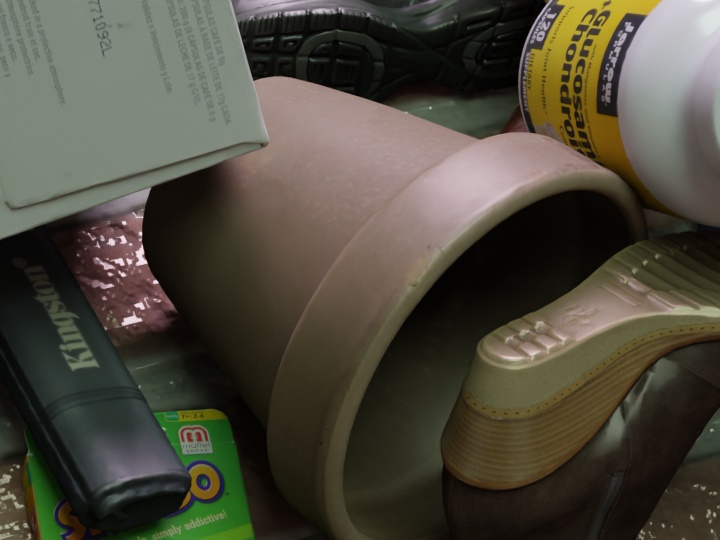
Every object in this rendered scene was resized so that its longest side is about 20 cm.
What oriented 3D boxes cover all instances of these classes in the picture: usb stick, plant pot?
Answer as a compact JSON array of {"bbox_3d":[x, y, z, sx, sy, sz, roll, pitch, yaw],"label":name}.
[{"bbox_3d":[-0.136,0.036,1.309,0.055,0.033,0.200,-13,49,-26],"label":"usb stick"},{"bbox_3d":[0.000,0.000,1.316,0.200,0.200,0.175,-31,53,-32],"label":"plant pot"}]

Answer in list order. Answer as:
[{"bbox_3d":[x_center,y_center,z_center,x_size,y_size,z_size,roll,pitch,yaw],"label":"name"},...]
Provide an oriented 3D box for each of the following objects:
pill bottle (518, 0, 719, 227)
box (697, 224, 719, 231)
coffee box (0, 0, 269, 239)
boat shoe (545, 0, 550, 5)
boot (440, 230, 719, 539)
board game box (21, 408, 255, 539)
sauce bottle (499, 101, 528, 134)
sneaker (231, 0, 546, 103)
[{"bbox_3d":[0.152,-0.078,1.308,0.112,0.200,0.112,-2,97,-17],"label":"pill bottle"},{"bbox_3d":[0.263,-0.086,1.428,0.124,0.200,0.197,24,53,-6],"label":"box"},{"bbox_3d":[-0.185,-0.133,1.266,0.200,0.200,0.198,-20,23,-16],"label":"coffee box"},{"bbox_3d":[0.097,-0.163,1.428,0.060,0.072,0.202,-43,103,5],"label":"boat shoe"},{"bbox_3d":[0.117,0.077,1.305,0.200,0.166,0.072,-18,39,-29],"label":"boot"},{"bbox_3d":[-0.086,0.150,1.269,0.095,0.030,0.200,-2,59,-18],"label":"board game box"},{"bbox_3d":[0.102,-0.062,1.453,0.066,0.066,0.200,31,55,6],"label":"sauce bottle"},{"bbox_3d":[0.004,-0.129,1.474,0.200,0.076,0.091,-7,49,-29],"label":"sneaker"}]
